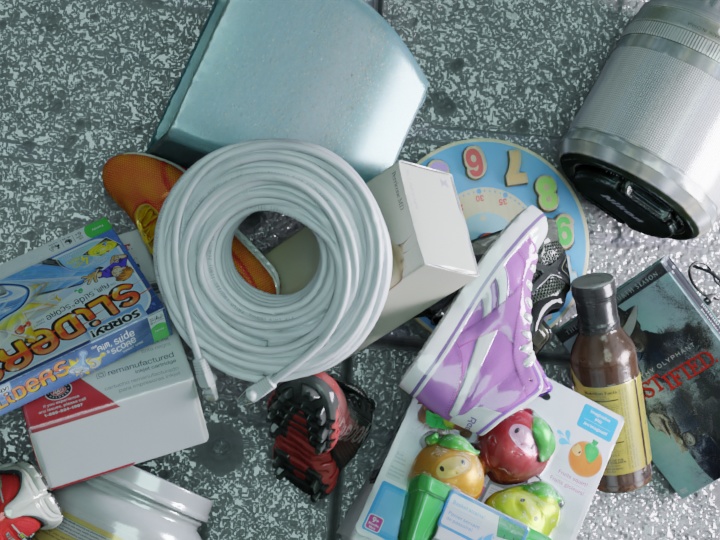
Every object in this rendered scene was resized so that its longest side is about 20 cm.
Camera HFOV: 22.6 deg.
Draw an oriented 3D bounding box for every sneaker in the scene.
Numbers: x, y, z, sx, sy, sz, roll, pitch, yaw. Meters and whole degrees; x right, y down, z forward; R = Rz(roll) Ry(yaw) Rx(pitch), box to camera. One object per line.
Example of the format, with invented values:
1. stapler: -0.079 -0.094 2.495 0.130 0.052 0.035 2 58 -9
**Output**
1. sneaker: -0.325 0.205 1.525 0.085 0.200 0.078 -27 92 -31
2. sneaker: 0.130 0.049 1.552 0.114 0.073 0.201 32 78 3
3. sneaker: -0.033 0.125 1.587 0.071 0.201 0.098 31 66 15
4. sneaker: 0.100 0.034 1.628 0.198 0.076 0.115 -17 80 -8
5. sneaker: -0.154 -0.030 1.568 0.200 0.077 0.073 41 125 12

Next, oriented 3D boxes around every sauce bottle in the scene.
1. sauce bottle: 0.226 0.102 1.651 0.064 0.065 0.202 -12 107 -9

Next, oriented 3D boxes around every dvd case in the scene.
1. dvd case: 0.289 0.101 1.662 0.201 0.146 0.022 54 40 0

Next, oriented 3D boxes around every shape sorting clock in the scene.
1. shape sorting clock: 0.118 -0.026 1.691 0.198 0.039 0.202 1 85 -8

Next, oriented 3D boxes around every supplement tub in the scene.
1. supplement tub: -0.222 0.268 1.561 0.144 0.145 0.201 24 82 -5

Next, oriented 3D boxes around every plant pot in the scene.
1. plant pot: -0.056 -0.153 1.606 0.199 0.196 0.198 25 82 -10

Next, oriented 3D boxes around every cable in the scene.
1. cable: -0.070 -0.010 1.478 0.199 0.069 0.201 -23 96 11

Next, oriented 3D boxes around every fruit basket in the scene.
1. fruit basket: 0.116 0.175 1.561 0.184 0.094 0.201 28 78 -4

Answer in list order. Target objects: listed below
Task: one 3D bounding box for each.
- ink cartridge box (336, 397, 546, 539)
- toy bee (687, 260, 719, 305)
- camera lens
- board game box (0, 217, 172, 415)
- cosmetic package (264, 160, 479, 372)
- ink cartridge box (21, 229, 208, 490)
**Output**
1. ink cartridge box: 0.092 0.192 1.644 0.147 0.086 0.201 30 80 -4
2. toy bee: 0.377 0.073 1.694 0.200 0.109 0.131 40 43 8
3. camera lens: 0.289 -0.142 1.664 0.159 0.160 0.201 31 82 -4
4. board game box: -0.274 0.045 1.503 0.199 0.035 0.136 -26 47 -15
5. cosmetic package: 0.000 0.000 1.567 0.073 0.200 0.104 11 54 -43
6. ink cartridge box: -0.227 0.072 1.554 0.143 0.084 0.201 -17 44 -9
